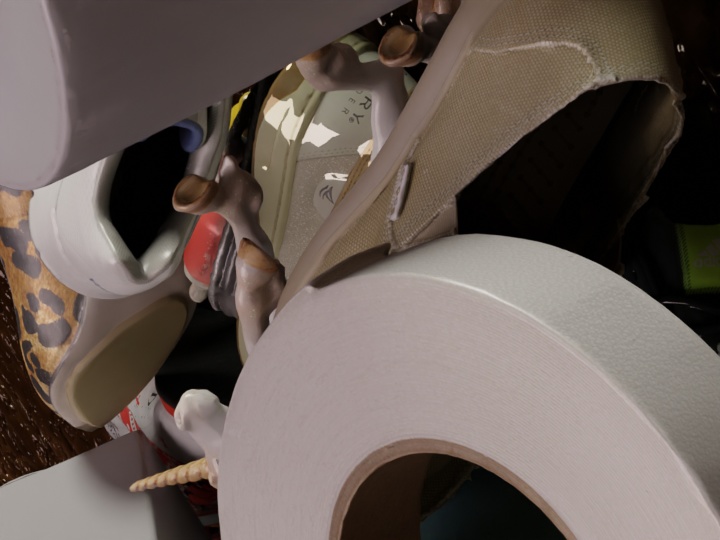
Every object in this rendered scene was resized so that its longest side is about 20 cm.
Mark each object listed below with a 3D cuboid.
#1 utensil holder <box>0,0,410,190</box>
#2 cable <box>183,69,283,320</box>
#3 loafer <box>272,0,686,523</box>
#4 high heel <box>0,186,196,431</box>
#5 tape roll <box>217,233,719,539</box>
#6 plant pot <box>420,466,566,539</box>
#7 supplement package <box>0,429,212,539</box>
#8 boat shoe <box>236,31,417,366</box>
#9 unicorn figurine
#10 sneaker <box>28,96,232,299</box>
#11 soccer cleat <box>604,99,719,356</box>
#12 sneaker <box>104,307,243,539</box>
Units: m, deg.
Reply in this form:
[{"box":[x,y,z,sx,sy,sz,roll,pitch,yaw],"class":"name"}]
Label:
[{"box":[-0.047,-0.135,0.773,0.170,0.200,0.170,42,150,31],"class":"utensil holder"},{"box":[-0.042,-0.055,0.986,0.050,0.097,0.200,15,147,6],"class":"cable"},{"box":[0.032,-0.001,0.778,0.200,0.076,0.068,-67,29,23],"class":"loafer"},{"box":[-0.130,-0.029,1.099,0.143,0.071,0.200,51,152,25],"class":"high heel"},{"box":[0.042,0.089,0.720,0.203,0.037,0.203,23,124,38],"class":"tape roll"},{"box":[0.077,0.117,0.871,0.200,0.200,0.135,51,118,17],"class":"plant pot"},{"box":[-0.108,0.187,1.099,0.200,0.121,0.120,-103,-13,-52],"class":"supplement package"},{"box":[0.000,0.000,0.981,0.066,0.074,0.200,31,150,21],"class":"boat shoe"},{"box":[-0.008,0.000,0.865,0.074,0.200,0.137,49,176,39],"class":"unicorn figurine"},{"box":[-0.066,-0.084,0.942,0.087,0.074,0.200,-157,72,-70],"class":"sneaker"},{"box":[0.096,0.032,0.771,0.200,0.067,0.081,-100,13,-46],"class":"soccer cleat"},{"box":[-0.060,0.077,1.187,0.201,0.067,0.108,18,134,59],"class":"sneaker"}]
